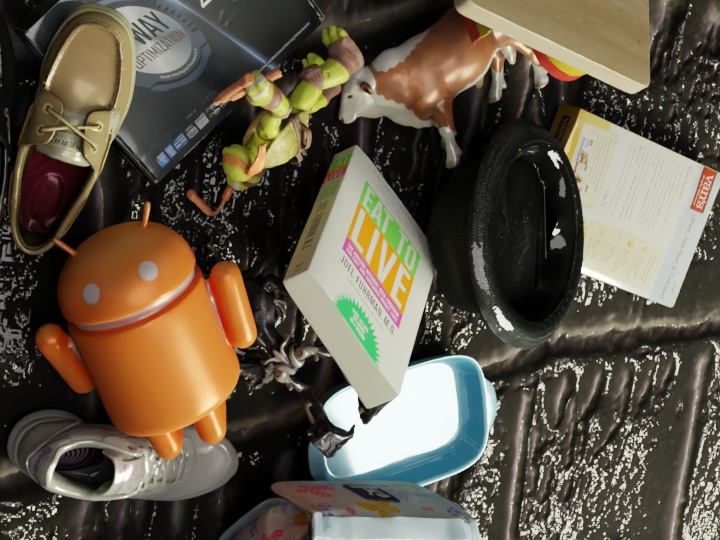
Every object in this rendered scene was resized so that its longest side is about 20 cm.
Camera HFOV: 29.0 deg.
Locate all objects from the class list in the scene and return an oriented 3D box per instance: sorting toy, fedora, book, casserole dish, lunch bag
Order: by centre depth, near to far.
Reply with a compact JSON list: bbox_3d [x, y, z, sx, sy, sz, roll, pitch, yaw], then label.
[{"bbox_3d":[0.000,0.000,1.158,0.048,0.201,0.134,-22,117,25],"label":"book"},{"bbox_3d":[0.151,-0.262,1.185,0.198,0.069,0.201,19,63,-30],"label":"sorting toy"},{"bbox_3d":[-0.011,0.246,1.202,0.168,0.200,0.129,5,62,-27],"label":"lunch bag"},{"bbox_3d":[0.121,-0.031,1.236,0.199,0.091,0.203,4,85,-50],"label":"fedora"},{"bbox_3d":[0.034,0.144,1.293,0.198,0.039,0.123,-15,110,-24],"label":"casserole dish"}]

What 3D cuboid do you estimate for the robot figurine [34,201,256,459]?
[{"bbox_3d":[-0.168,0.049,1.092,0.117,0.143,0.202,-45,124,-43],"label":"robot figurine"}]

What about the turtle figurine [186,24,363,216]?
[{"bbox_3d":[-0.061,-0.124,1.109,0.064,0.201,0.162,35,60,9],"label":"turtle figurine"}]

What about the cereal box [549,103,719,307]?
[{"bbox_3d":[0.251,-0.060,1.351,0.198,0.039,0.145,20,94,-31],"label":"cereal box"}]

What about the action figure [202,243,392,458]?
[{"bbox_3d":[-0.065,0.060,1.185,0.119,0.102,0.200,-43,85,11],"label":"action figure"}]

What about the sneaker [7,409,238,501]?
[{"bbox_3d":[-0.187,0.166,1.148,0.198,0.099,0.076,7,100,-30],"label":"sneaker"}]

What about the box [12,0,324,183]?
[{"bbox_3d":[-0.148,-0.196,1.103,0.200,0.043,0.161,-45,119,-11],"label":"box"}]

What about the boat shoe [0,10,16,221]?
[{"bbox_3d":[-0.293,-0.111,1.041,0.073,0.063,0.204,3,100,-23],"label":"boat shoe"}]

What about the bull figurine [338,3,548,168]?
[{"bbox_3d":[0.074,-0.171,1.216,0.199,0.065,0.122,-39,119,-12],"label":"bull figurine"}]

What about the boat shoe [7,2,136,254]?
[{"bbox_3d":[-0.217,-0.099,1.040,0.073,0.067,0.202,14,119,-13],"label":"boat shoe"}]
